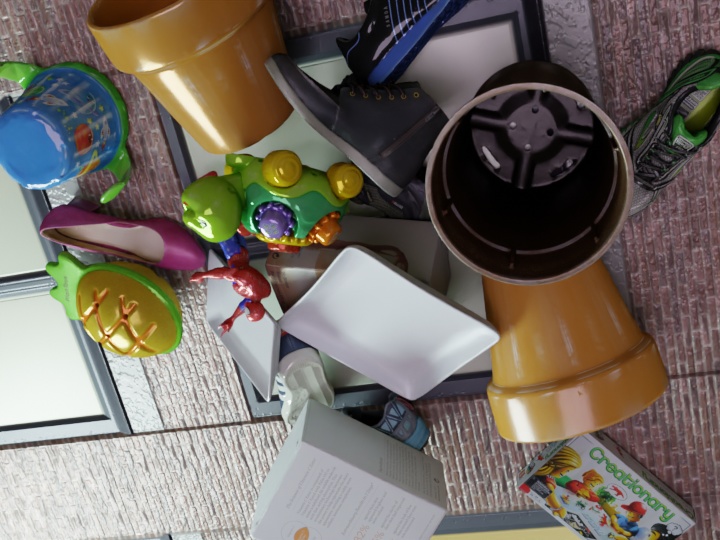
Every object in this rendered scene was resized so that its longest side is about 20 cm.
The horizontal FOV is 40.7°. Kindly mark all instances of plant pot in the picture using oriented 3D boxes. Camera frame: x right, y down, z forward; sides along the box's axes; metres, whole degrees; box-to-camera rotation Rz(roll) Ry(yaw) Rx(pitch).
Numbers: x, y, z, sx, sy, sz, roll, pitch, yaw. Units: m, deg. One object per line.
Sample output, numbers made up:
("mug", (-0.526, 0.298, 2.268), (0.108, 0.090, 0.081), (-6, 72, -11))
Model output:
("plant pot", (-0.160, -0.236, 1.041), (0.196, 0.202, 0.185), (-15, 127, 18))
("plant pot", (0.221, 0.066, 1.093), (0.197, 0.200, 0.187), (-18, 95, 19))
("plant pot", (0.176, -0.121, 1.007), (0.196, 0.199, 0.204), (5, 117, 10))

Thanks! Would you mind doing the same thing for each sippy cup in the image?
("sippy cup", (-0.359, -0.161, 1.139), (0.174, 0.131, 0.142), (12, 116, 7))

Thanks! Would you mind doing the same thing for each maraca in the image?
("maraca", (-0.314, 0.043, 1.239), (0.196, 0.107, 0.139), (19, 130, 12))

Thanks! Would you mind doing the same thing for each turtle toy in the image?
("turtle toy", (-0.098, -0.074, 1.046), (0.196, 0.145, 0.104), (7, 90, -30))

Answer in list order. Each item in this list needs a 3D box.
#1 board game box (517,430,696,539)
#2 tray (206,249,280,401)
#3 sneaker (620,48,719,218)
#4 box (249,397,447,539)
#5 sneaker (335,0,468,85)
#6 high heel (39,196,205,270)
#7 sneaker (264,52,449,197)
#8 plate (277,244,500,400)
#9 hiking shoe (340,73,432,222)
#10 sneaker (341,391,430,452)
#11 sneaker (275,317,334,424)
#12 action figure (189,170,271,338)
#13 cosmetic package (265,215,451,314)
("board game box", (0.318, 0.295, 1.261), (0.199, 0.035, 0.127), (39, 116, -7))
("tray", (-0.142, 0.062, 1.189), (0.022, 0.200, 0.109), (-10, 121, -28))
("sneaker", (0.321, -0.138, 1.032), (0.077, 0.086, 0.202), (27, 118, -2))
("box", (-0.013, 0.282, 1.201), (0.197, 0.107, 0.154), (27, 110, -7))
("sneaker", (0.056, -0.285, 1.028), (0.078, 0.070, 0.200), (46, 105, 7))
("high heel", (-0.293, -0.034, 1.203), (0.197, 0.096, 0.068), (26, 117, -1))
("sneaker", (-0.001, -0.180, 1.009), (0.199, 0.075, 0.106), (39, 100, -24))
("plate", (0.030, 0.057, 1.090), (0.197, 0.033, 0.200), (30, 142, -13))
("hiking shoe", (0.015, -0.122, 1.108), (0.099, 0.076, 0.202), (-25, 108, 18))
("sneaker", (-0.010, 0.224, 1.284), (0.198, 0.079, 0.097), (-29, 101, 12))
("sneaker", (-0.080, 0.125, 1.235), (0.074, 0.086, 0.201), (-18, 150, -13))
("action figure", (-0.165, -0.009, 1.132), (0.098, 0.202, 0.065), (-37, 144, 14))
("cosmetic package", (0.000, 0.000, 1.134), (0.196, 0.088, 0.104), (4, 142, 17))
